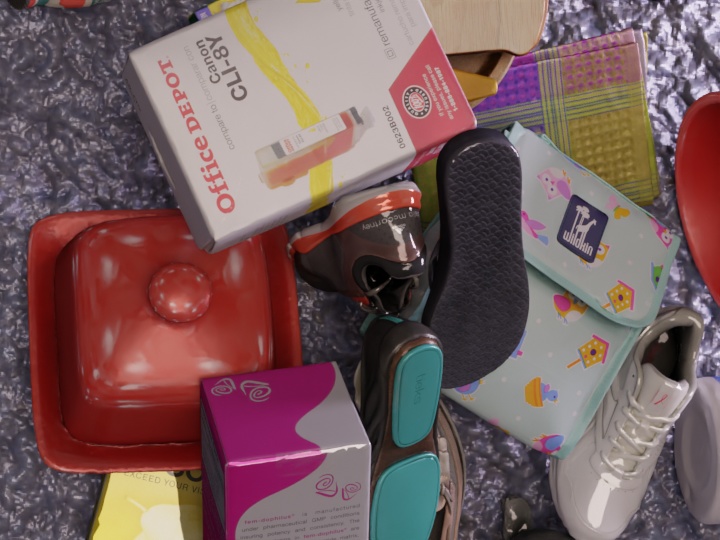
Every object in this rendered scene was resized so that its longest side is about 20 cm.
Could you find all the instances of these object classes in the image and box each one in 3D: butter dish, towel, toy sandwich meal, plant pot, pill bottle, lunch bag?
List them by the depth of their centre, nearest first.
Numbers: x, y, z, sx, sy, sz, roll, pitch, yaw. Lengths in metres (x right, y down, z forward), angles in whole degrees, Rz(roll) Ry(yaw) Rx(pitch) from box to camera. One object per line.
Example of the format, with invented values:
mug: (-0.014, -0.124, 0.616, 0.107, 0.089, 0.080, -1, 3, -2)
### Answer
butter dish: (-0.134, 0.034, 1.573, 0.199, 0.148, 0.200, -2, 73, -10)
toy sandwich meal: (0.040, -0.196, 1.604, 0.205, 0.070, 0.205, 1, 86, -8)
lunch bag: (0.125, 0.012, 1.644, 0.170, 0.122, 0.200, 33, 92, -13)
plant pot: (0.361, -0.058, 1.669, 0.177, 0.200, 0.201, -17, 94, -19)
towel: (0.133, -0.099, 1.683, 0.200, 0.023, 0.144, -13, 111, -10)
pill bottle: (0.352, 0.134, 1.699, 0.200, 0.114, 0.114, -2, 92, -11)

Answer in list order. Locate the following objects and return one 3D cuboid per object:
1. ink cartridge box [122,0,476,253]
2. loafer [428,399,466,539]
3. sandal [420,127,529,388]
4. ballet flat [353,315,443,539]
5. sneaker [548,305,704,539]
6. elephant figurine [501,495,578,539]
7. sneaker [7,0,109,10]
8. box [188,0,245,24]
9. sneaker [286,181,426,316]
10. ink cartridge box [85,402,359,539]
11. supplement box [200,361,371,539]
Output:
ink cartridge box: (-0.043, -0.116, 1.514, 0.200, 0.083, 0.145, -24, 88, -9)
loafer: (0.042, 0.180, 1.635, 0.072, 0.063, 0.200, -2, 113, 9)
sandal: (0.080, -0.009, 1.540, 0.076, 0.043, 0.200, -5, 120, -18)
ballet flat: (0.022, 0.119, 1.565, 0.068, 0.068, 0.200, -11, 121, -33)
sneaker: (0.203, 0.109, 1.660, 0.078, 0.099, 0.200, 23, 73, -10)
elephant figurine: (0.124, 0.269, 1.611, 0.155, 0.200, 0.142, 13, 106, 29)
sneaker: (-0.212, -0.287, 1.617, 0.093, 0.070, 0.200, 1, 89, -28)
box: (-0.014, -0.184, 1.658, 0.200, 0.048, 0.117, -29, 96, -11)
sneaker: (0.000, 0.000, 1.584, 0.077, 0.200, 0.082, -15, 80, -14)
ink cartridge box: (-0.098, 0.179, 1.652, 0.198, 0.047, 0.200, 15, 90, -10)
supplement box: (-0.054, 0.176, 1.546, 0.101, 0.103, 0.200, -6, 126, -12)
